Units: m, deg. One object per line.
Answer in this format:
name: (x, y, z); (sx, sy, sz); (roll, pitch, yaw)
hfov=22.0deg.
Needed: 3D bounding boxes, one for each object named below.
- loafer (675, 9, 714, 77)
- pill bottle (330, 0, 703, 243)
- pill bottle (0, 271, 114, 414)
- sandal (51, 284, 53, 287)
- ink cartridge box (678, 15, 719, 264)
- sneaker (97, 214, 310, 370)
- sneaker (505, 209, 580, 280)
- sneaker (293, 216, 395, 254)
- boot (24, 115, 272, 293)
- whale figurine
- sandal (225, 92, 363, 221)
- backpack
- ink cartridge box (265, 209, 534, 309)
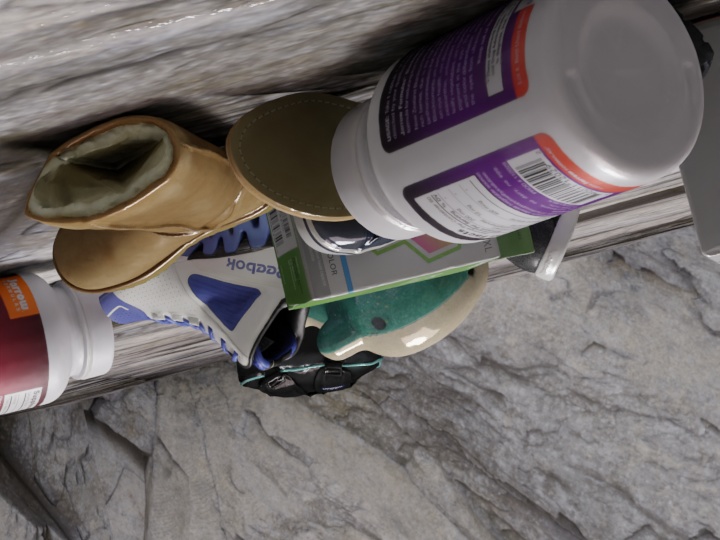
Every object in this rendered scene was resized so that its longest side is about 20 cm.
loafer: (0.150, -0.092, 1.145); (0.070, 0.068, 0.201); (-39, 172, -23)
pill bottle: (0.074, -0.077, 0.979); (0.111, 0.112, 0.200); (-11, 175, -38)
pill bottle: (-0.309, 0.063, 1.515); (0.199, 0.114, 0.113); (-13, 175, -29)
sandal: (-0.219, 0.027, 1.770); (0.075, 0.045, 0.200); (-17, 175, 33)
ink cartridge box: (0.254, -0.085, 1.241); (0.083, 0.145, 0.200); (-15, 176, 12)
sneaker: (-0.108, 0.027, 1.410); (0.199, 0.116, 0.080); (-20, 174, 31)
sneaker: (0.136, -0.073, 1.595); (0.111, 0.073, 0.200); (24, -152, 2)
sneaker: (0.050, -0.070, 1.227); (0.199, 0.079, 0.079); (-25, -173, -32)
boot: (-0.147, -0.039, 1.100); (0.175, 0.066, 0.200); (-28, 173, 15)
whale figurine: (0.000, 0.000, 1.444); (0.199, 0.104, 0.159); (-6, -144, 39)
sandal: (-0.008, -0.065, 1.102); (0.211, 0.078, 0.070); (-17, 173, -40)
backpack: (-0.060, 0.071, 2.135); (0.175, 0.154, 0.200); (-12, 166, 3)
ink cartridge box: (0.036, -0.045, 1.304); (0.199, 0.104, 0.059); (-12, 176, -21)
